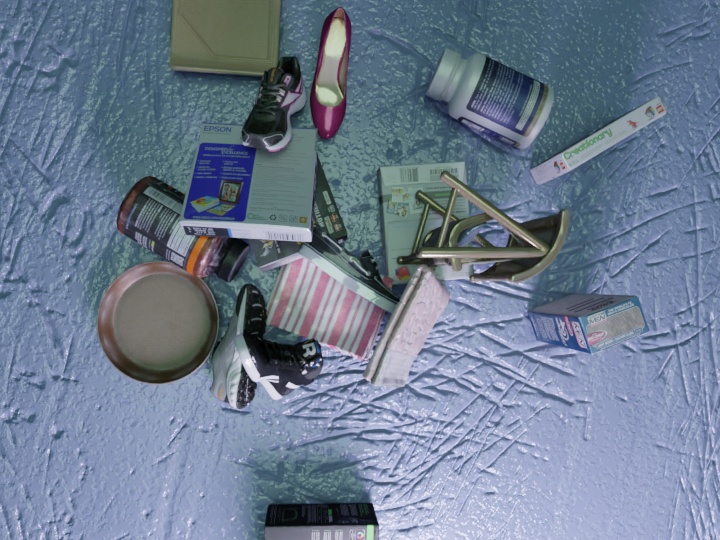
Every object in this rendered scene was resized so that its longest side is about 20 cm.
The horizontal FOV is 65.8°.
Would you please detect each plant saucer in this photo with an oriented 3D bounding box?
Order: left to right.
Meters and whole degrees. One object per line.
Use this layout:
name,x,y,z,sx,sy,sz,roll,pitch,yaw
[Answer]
plant saucer,-0.334,0.087,0.930,0.196,0.032,0.204,0,87,-4

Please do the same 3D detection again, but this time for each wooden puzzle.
wooden puzzle,-0.230,-0.430,0.959,0.182,0.037,0.204,3,83,-5

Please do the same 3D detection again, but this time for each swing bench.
swing bench,0.179,-0.048,0.858,0.197,0.199,0.132,17,87,-4

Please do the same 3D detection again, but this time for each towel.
towel,-0.056,0.051,0.939,0.197,0.030,0.149,19,86,8
towel,0.081,0.097,0.887,0.032,0.200,0.193,26,86,20

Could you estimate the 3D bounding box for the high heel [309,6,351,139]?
high heel,-0.047,-0.330,0.937,0.066,0.096,0.204,12,87,-5

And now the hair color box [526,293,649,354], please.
hair color box,0.361,0.082,0.908,0.099,0.200,0.061,-20,90,-5

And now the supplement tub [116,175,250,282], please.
supplement tub,-0.281,-0.060,0.903,0.198,0.107,0.108,31,86,-4

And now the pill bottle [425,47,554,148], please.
pill bottle,0.217,-0.299,0.953,0.197,0.111,0.113,23,86,-4

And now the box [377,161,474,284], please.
box,0.113,-0.082,0.971,0.153,0.041,0.204,-5,88,-5

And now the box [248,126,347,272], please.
box,-0.127,-0.119,0.933,0.156,0.048,0.203,-20,81,-6

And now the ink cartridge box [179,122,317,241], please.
ink cartridge box,-0.167,-0.143,0.879,0.194,0.044,0.203,3,61,-2

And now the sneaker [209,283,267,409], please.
sneaker,-0.207,0.121,0.918,0.078,0.074,0.204,10,89,20

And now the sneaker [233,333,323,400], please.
sneaker,-0.119,0.130,0.875,0.111,0.201,0.074,-26,61,-5

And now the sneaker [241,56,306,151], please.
sneaker,-0.141,-0.273,0.886,0.079,0.087,0.202,7,48,5

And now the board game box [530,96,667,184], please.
board game box,0.404,-0.220,0.959,0.198,0.126,0.035,-31,91,-6

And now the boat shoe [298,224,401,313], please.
boat shoe,0.000,0.000,0.880,0.199,0.072,0.068,34,88,0

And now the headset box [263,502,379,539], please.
headset box,-0.058,0.486,0.911,0.196,0.093,0.177,2,88,-6
